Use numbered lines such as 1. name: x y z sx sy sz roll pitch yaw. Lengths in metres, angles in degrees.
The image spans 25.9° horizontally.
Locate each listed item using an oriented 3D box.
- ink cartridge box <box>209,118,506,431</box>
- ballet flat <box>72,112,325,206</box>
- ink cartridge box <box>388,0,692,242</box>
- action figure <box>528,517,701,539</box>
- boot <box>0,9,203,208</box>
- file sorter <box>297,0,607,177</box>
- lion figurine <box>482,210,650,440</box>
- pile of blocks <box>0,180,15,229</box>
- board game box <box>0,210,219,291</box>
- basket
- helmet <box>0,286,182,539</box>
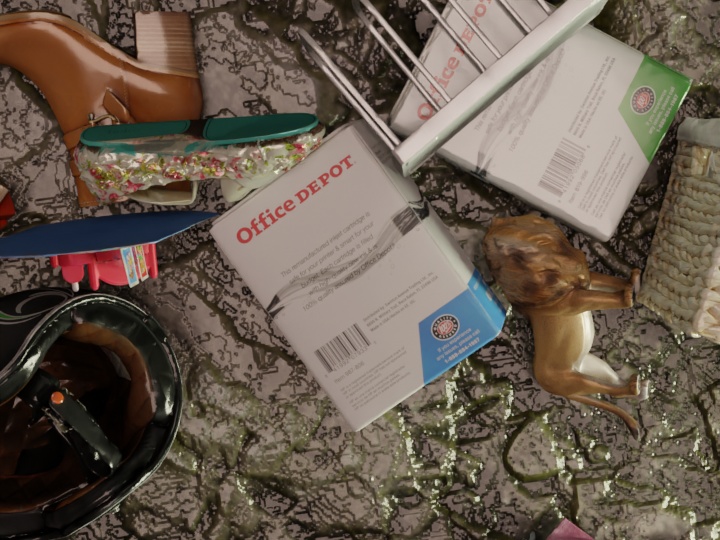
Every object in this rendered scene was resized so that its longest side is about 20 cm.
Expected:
1. ink cartridge box: 0.000 0.000 1.236 0.144 0.084 0.200 -35 93 14
2. ballet flat: -0.121 -0.083 1.193 0.199 0.076 0.064 -2 115 12
3. ink cartridge box: 0.138 -0.133 1.247 0.199 0.083 0.147 29 92 -3
4. action figure: 0.220 0.269 1.242 0.199 0.149 0.135 18 86 12
5. boot: -0.226 -0.129 1.252 0.199 0.077 0.156 -1 96 -9
6. file sorter: 0.069 -0.182 1.136 0.200 0.139 0.125 -40 89 2
7. lion figurine: 0.164 0.048 1.250 0.122 0.073 0.201 1 116 19
8. pile of blocks: -0.332 0.005 1.240 0.062 0.082 0.200 36 69 -19
9. board game box: -0.201 -0.011 1.189 0.157 0.200 0.039 -3 99 15
10. basket: 0.339 -0.016 1.202 0.199 0.198 0.162 15 97 -5
11. helmet: -0.250 0.110 1.195 0.190 0.200 0.201 -19 94 42
